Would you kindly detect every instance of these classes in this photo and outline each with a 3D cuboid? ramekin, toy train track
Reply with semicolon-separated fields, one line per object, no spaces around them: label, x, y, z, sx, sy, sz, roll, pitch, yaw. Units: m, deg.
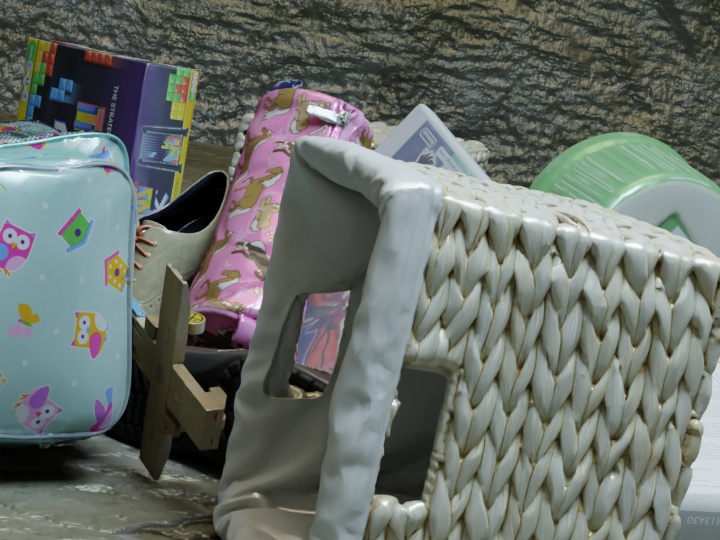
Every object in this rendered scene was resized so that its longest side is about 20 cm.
ramekin;0.232;-0.008;1.375;0.198;0.203;0.098;5;16;-24
toy train track;-0.110;0.034;0.881;0.032;0.116;0.200;-3;28;-30

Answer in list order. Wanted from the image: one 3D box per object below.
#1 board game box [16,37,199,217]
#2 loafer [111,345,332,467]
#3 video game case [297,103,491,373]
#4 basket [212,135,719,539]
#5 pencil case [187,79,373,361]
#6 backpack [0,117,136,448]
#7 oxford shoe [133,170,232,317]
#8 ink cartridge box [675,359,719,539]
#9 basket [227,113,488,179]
board game box;-0.213;-0.073;1.287;0.056;0.203;0.164;3;9;-45
loafer;-0.057;0.074;0.904;0.198;0.074;0.071;15;11;36
video game case;0.008;0.000;0.998;0.023;0.182;0.200;40;9;-30
basket;0.039;0.057;0.721;0.159;0.201;0.200;11;7;-16
pencil case;-0.053;-0.023;1.008;0.082;0.202;0.087;9;-35;14
backpack;-0.214;0.009;0.828;0.198;0.178;0.153;-1;8;-30
oxford shoe;-0.146;0.006;1.024;0.070;0.075;0.200;19;45;27
ink cartridge box;0.193;0.098;0.959;0.159;0.051;0.200;5;22;-21
basket;-0.007;-0.046;1.435;0.196;0.163;0.200;13;11;19
